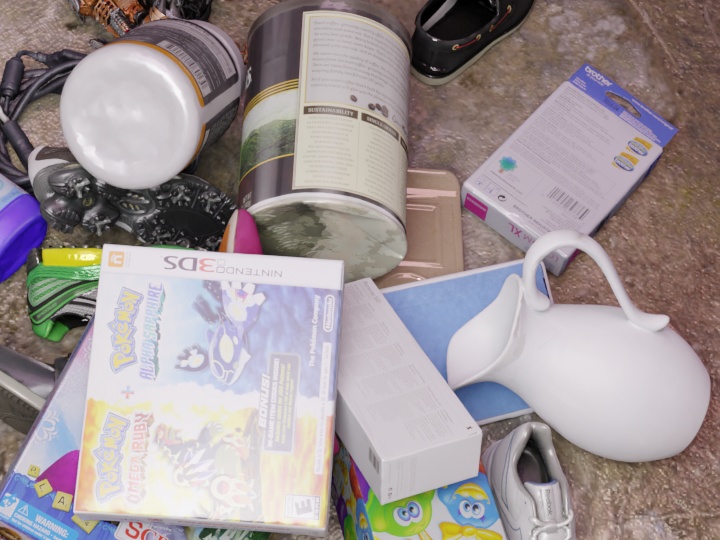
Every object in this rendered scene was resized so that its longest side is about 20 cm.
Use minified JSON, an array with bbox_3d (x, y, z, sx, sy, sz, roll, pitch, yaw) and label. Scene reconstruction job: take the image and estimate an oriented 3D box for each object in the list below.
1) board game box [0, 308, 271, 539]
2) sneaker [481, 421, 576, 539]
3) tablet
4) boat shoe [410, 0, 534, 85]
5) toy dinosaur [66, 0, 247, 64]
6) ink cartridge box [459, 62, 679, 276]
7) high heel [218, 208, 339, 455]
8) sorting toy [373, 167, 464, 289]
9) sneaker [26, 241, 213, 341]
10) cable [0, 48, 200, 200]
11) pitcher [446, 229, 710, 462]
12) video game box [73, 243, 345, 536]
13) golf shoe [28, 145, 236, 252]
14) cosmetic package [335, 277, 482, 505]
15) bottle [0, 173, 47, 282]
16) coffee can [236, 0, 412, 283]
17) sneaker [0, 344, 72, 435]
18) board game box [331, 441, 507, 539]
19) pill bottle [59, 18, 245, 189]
[{"bbox_3d":[-0.154,0.151,1.181,0.199,0.041,0.200,32,59,-13],"label":"board game box"},{"bbox_3d":[0.139,0.213,1.225,0.074,0.087,0.201,-6,61,-15],"label":"sneaker"},{"bbox_3d":[0.081,0.069,1.318,0.199,0.014,0.131,-12,85,-19],"label":"tablet"},{"bbox_3d":[0.119,-0.264,1.535,0.073,0.063,0.201,34,58,15],"label":"boat shoe"},{"bbox_3d":[-0.180,-0.243,1.472,0.199,0.102,0.136,33,73,-9],"label":"toy dinosaur"},{"bbox_3d":[0.197,-0.098,1.455,0.119,0.042,0.200,37,63,14],"label":"ink cartridge box"},{"bbox_3d":[-0.064,0.050,1.202,0.095,0.067,0.201,5,63,-17],"label":"high heel"},{"bbox_3d":[0.000,0.000,1.369,0.184,0.037,0.201,4,63,-7],"label":"sorting toy"},{"bbox_3d":[-0.181,0.025,1.298,0.198,0.078,0.086,-3,76,8],"label":"sneaker"},{"bbox_3d":[-0.242,-0.121,1.393,0.199,0.051,0.164,18,57,2],"label":"cable"},{"bbox_3d":[0.194,0.063,1.265,0.199,0.172,0.122,23,33,-14],"label":"pitcher"},{"bbox_3d":[-0.107,0.085,1.130,0.181,0.047,0.201,3,74,2],"label":"video game box"},{"bbox_3d":[-0.192,-0.068,1.326,0.199,0.078,0.095,17,21,-42],"label":"golf shoe"},{"bbox_3d":[0.012,0.088,1.192,0.082,0.051,0.200,-15,40,-18],"label":"cosmetic package"},{"bbox_3d":[-0.365,-0.072,1.333,0.199,0.065,0.084,35,61,13],"label":"bottle"},{"bbox_3d":[-0.030,-0.109,1.316,0.145,0.147,0.201,5,62,-6],"label":"coffee can"},{"bbox_3d":[-0.222,0.087,1.253,0.199,0.075,0.107,28,60,-3],"label":"sneaker"},{"bbox_3d":[0.054,0.227,1.192,0.104,0.103,0.201,-9,60,-14],"label":"board game box"},{"bbox_3d":[-0.164,-0.145,1.286,0.116,0.117,0.200,20,20,3],"label":"pill bottle"}]
